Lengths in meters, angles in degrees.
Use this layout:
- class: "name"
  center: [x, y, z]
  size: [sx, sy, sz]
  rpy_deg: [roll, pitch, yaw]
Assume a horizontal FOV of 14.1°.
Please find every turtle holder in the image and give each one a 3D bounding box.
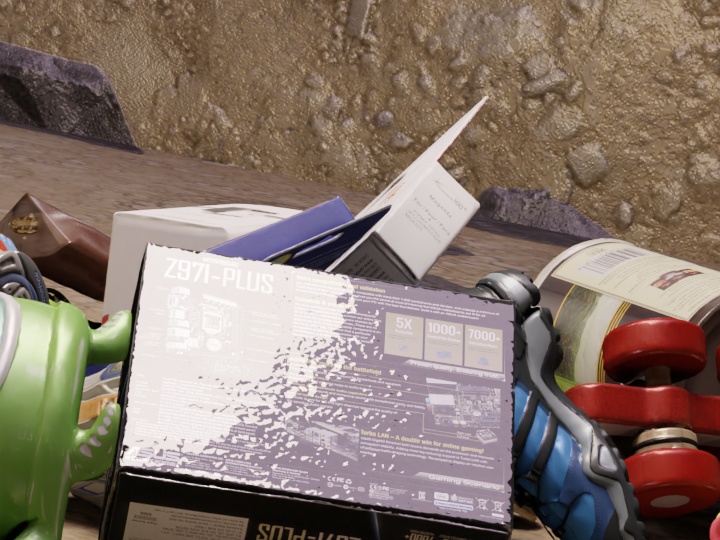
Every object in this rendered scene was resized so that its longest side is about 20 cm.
- class: "turtle holder"
  center: [-0.185, 0.097, 1.376]
  size: [0.132, 0.186, 0.141]
  rpy_deg: [10, -25, -6]

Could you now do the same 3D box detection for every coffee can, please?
- class: "coffee can"
  center: [0.224, 0.065, 2.092]
  size: [0.146, 0.147, 0.200]
  rpy_deg: [6, 7, -31]

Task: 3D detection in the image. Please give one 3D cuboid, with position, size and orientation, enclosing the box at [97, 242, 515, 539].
- class: "box"
  center: [-0.026, 0.084, 1.489]
  size: [0.200, 0.086, 0.164]
  rpy_deg: [9, 44, -6]

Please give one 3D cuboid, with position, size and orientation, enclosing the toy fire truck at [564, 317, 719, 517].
- class: "toy fire truck"
  center: [0.201, 0.113, 1.853]
  size: [0.200, 0.112, 0.168]
  rpy_deg: [6, -26, -22]

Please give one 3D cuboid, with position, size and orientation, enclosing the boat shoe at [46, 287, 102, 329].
- class: "boat shoe"
  center: [-0.225, 0.041, 2.013]
  size: [0.069, 0.057, 0.200]
  rpy_deg: [15, 7, 34]

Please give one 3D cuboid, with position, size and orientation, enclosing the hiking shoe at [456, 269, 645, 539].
- class: "hiking shoe"
  center: [0.088, 0.101, 1.622]
  size: [0.087, 0.200, 0.074]
  rpy_deg: [-20, -19, -17]

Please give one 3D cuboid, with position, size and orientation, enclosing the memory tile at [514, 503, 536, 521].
- class: "memory tile"
  center: [0.035, 0.097, 1.845]
  size: [0.153, 0.017, 0.200]
  rpy_deg: [33, 1, -14]

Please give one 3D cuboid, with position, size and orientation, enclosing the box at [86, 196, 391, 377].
- class: "box"
  center: [-0.078, 0.018, 1.645]
  size: [0.121, 0.032, 0.200]
  rpy_deg: [-24, -13, -48]

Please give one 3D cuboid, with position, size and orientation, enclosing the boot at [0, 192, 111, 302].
- class: "boot"
  center: [-0.146, 0.013, 2.033]
  size: [0.200, 0.064, 0.186]
  rpy_deg: [36, -19, -35]

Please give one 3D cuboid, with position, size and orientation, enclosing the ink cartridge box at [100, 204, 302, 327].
- class: "ink cartridge box"
  center: [-0.091, 0.034, 1.891]
  size: [0.083, 0.147, 0.200]
  rpy_deg: [9, 5, 20]

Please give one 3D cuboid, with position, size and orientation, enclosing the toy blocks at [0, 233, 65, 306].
- class: "toy blocks"
  center: [-0.252, -0.001, 1.796]
  size: [0.137, 0.100, 0.200]
  rpy_deg: [57, 8, 24]

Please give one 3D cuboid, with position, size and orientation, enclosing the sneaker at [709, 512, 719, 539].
- class: "sneaker"
  center: [0.288, 0.165, 1.679]
  size: [0.200, 0.078, 0.090]
  rpy_deg: [1, -2, 44]

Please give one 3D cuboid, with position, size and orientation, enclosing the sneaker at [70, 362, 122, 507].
- class: "sneaker"
  center: [-0.163, 0.099, 1.607]
  size: [0.200, 0.088, 0.075]
  rpy_deg: [-2, 40, 14]

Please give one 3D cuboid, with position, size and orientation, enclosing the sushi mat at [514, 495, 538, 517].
- class: "sushi mat"
  center: [0.076, 0.104, 1.685]
  size: [0.200, 0.012, 0.096]
  rpy_deg: [40, 11, -3]

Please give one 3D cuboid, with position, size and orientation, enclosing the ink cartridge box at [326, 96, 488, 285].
- class: "ink cartridge box"
  center: [0.000, 0.000, 1.763]
  size: [0.044, 0.200, 0.174]
  rpy_deg: [45, 41, -3]

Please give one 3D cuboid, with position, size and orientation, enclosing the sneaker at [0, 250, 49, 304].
- class: "sneaker"
  center: [-0.260, 0.057, 1.582]
  size: [0.087, 0.075, 0.200]
  rpy_deg: [5, 32, 45]
